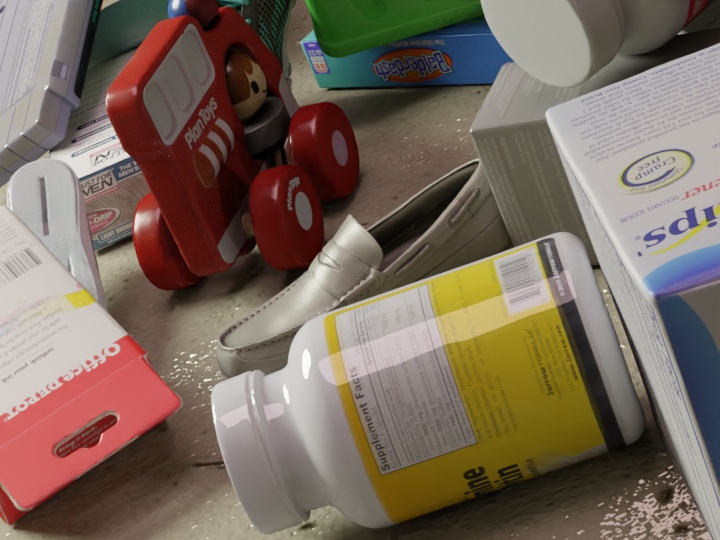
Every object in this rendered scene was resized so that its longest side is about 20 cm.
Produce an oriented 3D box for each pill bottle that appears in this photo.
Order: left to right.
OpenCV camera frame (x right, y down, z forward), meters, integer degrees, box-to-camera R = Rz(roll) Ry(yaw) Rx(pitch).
[{"bbox_3d":[0.033,0.063,1.005,0.199,0.112,0.112,-19,28,7],"label":"pill bottle"},{"bbox_3d":[0.161,-0.191,1.129,0.200,0.111,0.111,-42,33,-24],"label":"pill bottle"}]

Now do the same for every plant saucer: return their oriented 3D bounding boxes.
[{"bbox_3d":[-0.164,-0.199,1.630,0.200,0.036,0.200,-25,2,1],"label":"plant saucer"}]

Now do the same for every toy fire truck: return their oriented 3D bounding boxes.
[{"bbox_3d":[-0.091,-0.093,1.310,0.112,0.168,0.200,-9,31,24],"label":"toy fire truck"}]

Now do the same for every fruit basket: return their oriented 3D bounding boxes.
[{"bbox_3d":[0.054,-0.246,1.447,0.215,0.156,0.216,-10,-13,-2],"label":"fruit basket"}]

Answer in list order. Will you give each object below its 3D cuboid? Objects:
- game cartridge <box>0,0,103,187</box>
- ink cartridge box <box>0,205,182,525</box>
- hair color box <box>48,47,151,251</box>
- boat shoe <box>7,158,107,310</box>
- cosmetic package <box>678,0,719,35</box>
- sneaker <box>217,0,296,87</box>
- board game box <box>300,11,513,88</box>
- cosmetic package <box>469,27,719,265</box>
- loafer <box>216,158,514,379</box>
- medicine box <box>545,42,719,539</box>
[{"bbox_3d":[-0.248,-0.154,1.522,0.129,0.038,0.200,-26,43,37],"label":"game cartridge"},{"bbox_3d":[-0.197,0.064,1.178,0.116,0.067,0.200,-33,54,-19],"label":"ink cartridge box"},{"bbox_3d":[-0.176,-0.094,1.491,0.100,0.061,0.200,-24,27,-1],"label":"hair color box"},{"bbox_3d":[-0.193,0.020,1.301,0.073,0.067,0.200,-6,51,5],"label":"boat shoe"},{"bbox_3d":[0.184,-0.169,1.233,0.200,0.081,0.113,37,57,21],"label":"cosmetic package"},{"bbox_3d":[-0.085,-0.160,1.422,0.077,0.200,0.091,5,47,10],"label":"sneaker"},{"bbox_3d":[0.077,-0.194,1.494,0.200,0.045,0.152,4,38,39],"label":"board game box"},{"bbox_3d":[0.175,-0.070,1.141,0.199,0.107,0.090,-7,32,25],"label":"cosmetic package"},{"bbox_3d":[0.000,0.000,1.184,0.200,0.070,0.070,-30,29,-13],"label":"loafer"},{"bbox_3d":[0.174,0.024,0.892,0.103,0.183,0.200,-22,28,2],"label":"medicine box"}]
